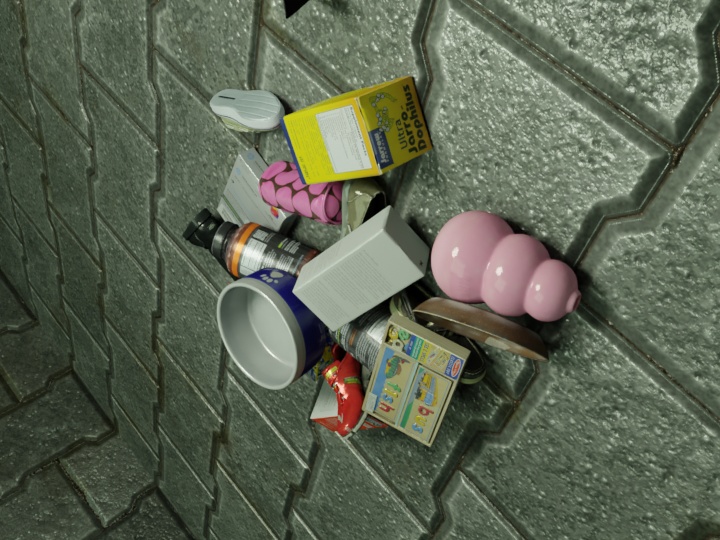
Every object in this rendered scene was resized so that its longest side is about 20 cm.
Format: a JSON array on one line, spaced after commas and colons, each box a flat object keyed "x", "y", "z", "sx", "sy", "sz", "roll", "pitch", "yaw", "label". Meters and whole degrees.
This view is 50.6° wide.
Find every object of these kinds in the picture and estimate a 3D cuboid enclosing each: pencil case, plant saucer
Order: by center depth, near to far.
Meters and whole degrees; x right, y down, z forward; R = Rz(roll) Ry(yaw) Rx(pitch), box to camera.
[{"x": 0.169, "y": 0.078, "z": 1.055, "sx": 0.199, "sy": 0.199, "sz": 0.033, "roll": 16, "pitch": 82, "yaw": 46, "label": "plant saucer"}, {"x": -0.087, "y": -0.136, "z": 1.285, "sx": 0.198, "sy": 0.095, "sz": 0.090, "roll": 20, "pitch": 174, "yaw": 44, "label": "pencil case"}]

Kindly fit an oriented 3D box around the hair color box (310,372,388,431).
[{"x": -0.007, "y": 0.232, "z": 1.414, "sx": 0.063, "sy": 0.112, "sz": 0.199, "roll": 31, "pitch": 154, "yaw": -21, "label": "hair color box"}]

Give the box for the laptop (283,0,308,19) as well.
[{"x": -0.136, "y": -0.471, "z": 1.074, "sx": 0.199, "sy": 0.115, "sz": 0.190, "roll": 23, "pitch": 131, "yaw": 42, "label": "laptop"}]

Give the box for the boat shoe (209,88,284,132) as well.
[{"x": -0.191, "y": -0.277, "z": 1.348, "sx": 0.199, "sy": 0.072, "sz": 0.062, "roll": 26, "pitch": 159, "yaw": 45, "label": "boat shoe"}]

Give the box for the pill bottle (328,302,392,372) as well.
[{"x": 0.047, "y": 0.126, "z": 1.277, "sx": 0.199, "sy": 0.106, "sz": 0.107, "roll": 36, "pitch": 140, "yaw": 31, "label": "pill bottle"}]

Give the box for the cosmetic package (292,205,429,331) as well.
[{"x": 0.000, "y": 0.000, "z": 1.186, "sx": 0.199, "sy": 0.072, "sz": 0.101, "roll": -32, "pitch": 113, "yaw": 32, "label": "cosmetic package"}]

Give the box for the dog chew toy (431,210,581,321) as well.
[{"x": 0.191, "y": 0.002, "z": 0.993, "sx": 0.198, "sy": 0.124, "sz": 0.126, "roll": 27, "pitch": 134, "yaw": 29, "label": "dog chew toy"}]

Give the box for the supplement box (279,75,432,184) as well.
[{"x": -0.010, "y": -0.201, "z": 1.112, "sx": 0.199, "sy": 0.109, "sz": 0.110, "roll": 2, "pitch": 117, "yaw": 53, "label": "supplement box"}]

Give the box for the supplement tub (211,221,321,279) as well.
[{"x": -0.174, "y": -0.022, "z": 1.410, "sx": 0.198, "sy": 0.107, "sz": 0.108, "roll": 24, "pitch": 136, "yaw": 13, "label": "supplement tub"}]

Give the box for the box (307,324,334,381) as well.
[{"x": -0.076, "y": 0.122, "z": 1.416, "sx": 0.064, "sy": 0.070, "sz": 0.201, "roll": 41, "pitch": 152, "yaw": 19, "label": "box"}]

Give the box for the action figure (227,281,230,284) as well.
[{"x": -0.204, "y": 0.083, "z": 1.539, "sx": 0.198, "sy": 0.150, "sz": 0.135, "roll": 19, "pitch": 146, "yaw": 28, "label": "action figure"}]

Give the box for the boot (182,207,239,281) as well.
[{"x": -0.302, "y": -0.047, "z": 1.643, "sx": 0.163, "sy": 0.073, "sz": 0.198, "roll": 48, "pitch": 163, "yaw": -7, "label": "boot"}]

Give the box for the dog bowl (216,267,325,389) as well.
[{"x": -0.157, "y": 0.100, "z": 1.330, "sx": 0.198, "sy": 0.078, "sz": 0.203, "roll": 21, "pitch": 125, "yaw": 34, "label": "dog bowl"}]

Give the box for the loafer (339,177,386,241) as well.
[{"x": 0.010, "y": -0.056, "z": 1.222, "sx": 0.069, "sy": 0.075, "sz": 0.203, "roll": 30, "pitch": 136, "yaw": 43, "label": "loafer"}]

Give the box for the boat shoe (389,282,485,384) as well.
[{"x": 0.119, "y": 0.093, "z": 1.189, "sx": 0.200, "sy": 0.073, "sz": 0.065, "roll": 42, "pitch": 147, "yaw": 26, "label": "boat shoe"}]

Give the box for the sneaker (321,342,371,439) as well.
[{"x": -0.031, "y": 0.200, "z": 1.311, "sx": 0.084, "sy": 0.202, "sz": 0.077, "roll": 32, "pitch": 123, "yaw": -23, "label": "sneaker"}]

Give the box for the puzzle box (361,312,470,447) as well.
[{"x": 0.082, "y": 0.174, "z": 1.184, "sx": 0.132, "sy": 0.025, "sz": 0.202, "roll": 25, "pitch": 128, "yaw": 15, "label": "puzzle box"}]

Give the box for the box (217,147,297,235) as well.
[{"x": -0.204, "y": -0.119, "z": 1.490, "sx": 0.157, "sy": 0.041, "sz": 0.200, "roll": 53, "pitch": 147, "yaw": 11, "label": "box"}]
